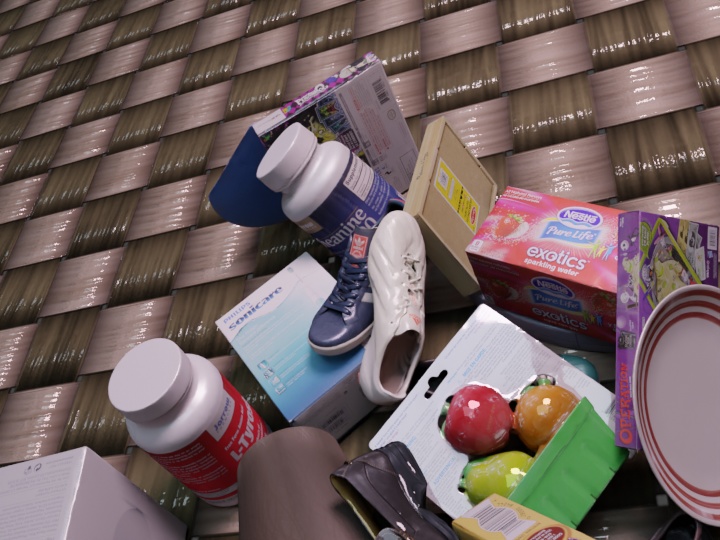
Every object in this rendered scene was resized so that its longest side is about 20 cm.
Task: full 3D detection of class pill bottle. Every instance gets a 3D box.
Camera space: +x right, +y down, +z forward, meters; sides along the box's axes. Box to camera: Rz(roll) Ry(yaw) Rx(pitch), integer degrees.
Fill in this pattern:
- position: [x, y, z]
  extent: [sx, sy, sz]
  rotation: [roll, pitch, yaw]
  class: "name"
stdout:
- position: [-0.179, 0.163, 0.859]
  extent: [0.111, 0.201, 0.113]
  rotation: [-14, 47, 16]
  class: "pill bottle"
- position: [-0.026, -0.086, 0.978]
  extent: [0.111, 0.199, 0.112]
  rotation: [-41, 25, 25]
  class: "pill bottle"

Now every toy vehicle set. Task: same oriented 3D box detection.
- position: [0.110, -0.081, 0.947]
  extent: [0.026, 0.124, 0.201]
  rotation: [-25, 30, 33]
  class: "toy vehicle set"

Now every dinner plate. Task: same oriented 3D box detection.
- position: [0.298, 0.113, 0.682]
  extent: [0.024, 0.200, 0.201]
  rotation: [-18, 36, 58]
  class: "dinner plate"

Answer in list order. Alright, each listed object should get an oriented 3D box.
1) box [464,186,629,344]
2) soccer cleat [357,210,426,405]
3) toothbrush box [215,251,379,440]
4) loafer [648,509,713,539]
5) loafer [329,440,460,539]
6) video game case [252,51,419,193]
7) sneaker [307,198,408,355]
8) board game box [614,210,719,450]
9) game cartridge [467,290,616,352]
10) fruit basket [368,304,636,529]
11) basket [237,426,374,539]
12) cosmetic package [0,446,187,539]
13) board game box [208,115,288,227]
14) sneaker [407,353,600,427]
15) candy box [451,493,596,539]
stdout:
- position: [0.222, -0.005, 0.821]
  extent: [0.199, 0.096, 0.100]
  rotation: [19, 62, 37]
  class: "box"
- position: [0.041, 0.037, 0.816]
  extent: [0.077, 0.068, 0.203]
  rotation: [173, 105, -67]
  class: "soccer cleat"
- position: [-0.058, 0.092, 0.937]
  extent: [0.146, 0.086, 0.200]
  rotation: [-39, 46, -10]
  class: "toothbrush box"
- position: [0.223, 0.280, 0.646]
  extent: [0.071, 0.063, 0.200]
  rotation: [25, 66, 38]
  class: "loafer"
- position: [0.037, 0.231, 0.654]
  extent: [0.071, 0.074, 0.200]
  rotation: [-10, 35, -20]
  class: "loafer"
- position: [-0.020, -0.157, 1.052]
  extent: [0.180, 0.201, 0.036]
  rotation: [-33, 43, -1]
  class: "video game case"
- position: [0.000, 0.000, 0.876]
  extent: [0.074, 0.085, 0.201]
  rotation: [15, 53, 32]
  class: "sneaker"
- position: [0.275, 0.054, 0.710]
  extent: [0.032, 0.119, 0.203]
  rotation: [-3, 83, 52]
  class: "board game box"
- position: [0.220, 0.015, 0.897]
  extent: [0.199, 0.041, 0.134]
  rotation: [20, 67, 38]
  class: "game cartridge"
- position: [0.138, 0.157, 0.748]
  extent: [0.199, 0.094, 0.186]
  rotation: [34, 75, 28]
  class: "fruit basket"
- position: [-0.049, 0.263, 0.760]
  extent: [0.179, 0.136, 0.201]
  rotation: [-34, 40, 7]
  class: "basket"
- position: [-0.279, 0.318, 0.778]
  extent: [0.122, 0.200, 0.202]
  rotation: [-16, 46, 13]
  class: "cosmetic package"
- position: [-0.122, -0.146, 1.090]
  extent: [0.201, 0.157, 0.039]
  rotation: [-53, 51, 28]
  class: "board game box"
- position: [0.142, 0.114, 0.818]
  extent: [0.198, 0.080, 0.072]
  rotation: [-12, 46, 18]
  class: "sneaker"
- position: [0.160, 0.257, 0.591]
  extent: [0.056, 0.118, 0.199]
  rotation: [-24, 17, -31]
  class: "candy box"
